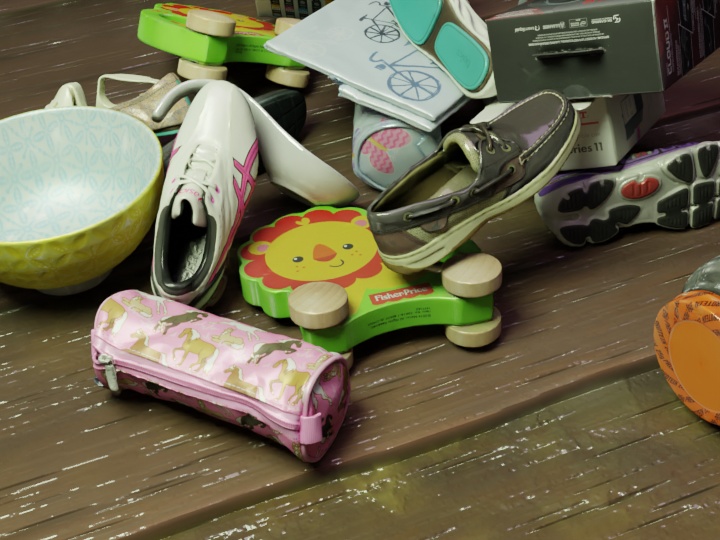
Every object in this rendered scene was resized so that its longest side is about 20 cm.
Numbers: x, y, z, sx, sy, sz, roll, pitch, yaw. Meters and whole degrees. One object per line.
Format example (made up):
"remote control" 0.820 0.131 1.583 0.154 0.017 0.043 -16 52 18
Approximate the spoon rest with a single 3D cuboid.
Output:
"spoon rest" -0.087 -0.115 0.972 0.199 0.061 0.099 27 -4 -14

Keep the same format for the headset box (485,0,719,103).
"headset box" 0.210 -0.202 0.921 0.148 0.078 0.200 2 22 36

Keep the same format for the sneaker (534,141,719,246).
"sneaker" 0.251 -0.085 0.961 0.198 0.081 0.084 -9 33 -6

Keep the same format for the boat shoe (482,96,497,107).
"boat shoe" 0.192 -0.243 1.087 0.200 0.068 0.057 -42 51 16

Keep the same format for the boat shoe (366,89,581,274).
"boat shoe" 0.090 -0.079 0.834 0.200 0.065 0.073 -42 45 -12

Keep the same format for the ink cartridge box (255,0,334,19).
"ink cartridge box" -0.017 -0.329 1.218 0.198 0.176 0.085 8 78 2

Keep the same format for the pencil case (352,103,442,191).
"pencil case" 0.040 -0.162 1.062 0.090 0.083 0.201 -10 39 14

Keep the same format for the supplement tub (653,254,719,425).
"supplement tub" 0.320 0.028 0.785 0.199 0.123 0.123 -23 44 -22

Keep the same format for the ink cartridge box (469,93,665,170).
"ink cartridge box" 0.192 -0.139 0.980 0.116 0.068 0.200 -2 22 33

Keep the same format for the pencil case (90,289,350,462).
"pencil case" -0.103 0.075 0.797 0.199 0.083 0.087 15 59 20

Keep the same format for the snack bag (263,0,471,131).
"snack bag" 0.030 -0.211 1.038 0.199 0.022 0.189 26 44 20

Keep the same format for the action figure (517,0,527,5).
"action figure" 0.234 -0.310 1.179 0.133 0.149 0.201 -20 58 -13

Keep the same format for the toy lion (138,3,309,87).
"toy lion" -0.157 -0.253 1.154 0.191 0.069 0.199 26 22 34

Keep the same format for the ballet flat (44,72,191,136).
"ballet flat" -0.259 -0.157 1.066 0.198 0.068 0.068 -10 19 12

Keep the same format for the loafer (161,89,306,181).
"loafer" -0.137 -0.126 1.046 0.072 0.073 0.200 26 47 37

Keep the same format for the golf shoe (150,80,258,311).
"golf shoe" -0.125 -0.064 0.881 0.072 0.092 0.202 9 81 -3

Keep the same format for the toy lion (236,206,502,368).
"toy lion" 0.000 0.000 0.900 0.198 0.069 0.192 -11 33 -8

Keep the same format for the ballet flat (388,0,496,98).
"ballet flat" 0.088 -0.224 1.007 0.069 0.070 0.201 -19 51 -17

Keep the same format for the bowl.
"bowl" -0.261 -0.045 0.930 0.198 0.108 0.201 -2 41 2
